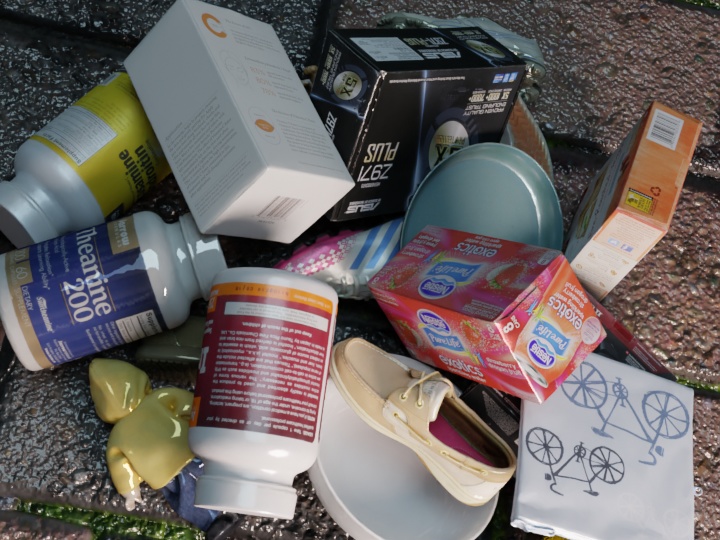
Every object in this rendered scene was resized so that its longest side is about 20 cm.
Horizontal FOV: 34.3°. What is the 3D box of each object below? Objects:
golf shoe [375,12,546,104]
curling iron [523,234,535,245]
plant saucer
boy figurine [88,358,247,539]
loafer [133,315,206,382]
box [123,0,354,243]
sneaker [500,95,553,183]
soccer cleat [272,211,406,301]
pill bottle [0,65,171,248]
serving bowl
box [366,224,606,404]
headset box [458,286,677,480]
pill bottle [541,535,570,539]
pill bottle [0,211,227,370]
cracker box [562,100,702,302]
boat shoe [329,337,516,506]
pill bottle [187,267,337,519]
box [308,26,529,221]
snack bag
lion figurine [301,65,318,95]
[{"bbox_3d":[0.113,-0.252,1.317,0.199,0.078,0.097,19,44,-6],"label":"golf shoe"},{"bbox_3d":[0.094,-0.063,1.243,0.199,0.026,0.050,22,71,-3],"label":"curling iron"},{"bbox_3d":[0.119,-0.030,1.183,0.200,0.027,0.201,-7,104,-29],"label":"plant saucer"},{"bbox_3d":[-0.181,0.161,1.068,0.200,0.064,0.124,41,91,11],"label":"boy figurine"},{"bbox_3d":[-0.113,0.071,1.114,0.199,0.076,0.068,6,65,-7],"label":"loafer"},{"bbox_3d":[-0.113,-0.136,1.079,0.124,0.097,0.200,6,51,-52],"label":"box"},{"bbox_3d":[0.140,-0.149,1.270,0.071,0.080,0.200,-32,98,-46],"label":"sneaker"},{"bbox_3d":[0.000,0.000,1.172,0.200,0.070,0.087,-23,75,-20],"label":"soccer cleat"},{"bbox_3d":[-0.263,-0.103,1.139,0.112,0.112,0.200,42,66,8],"label":"pill bottle"},{"bbox_3d":[0.030,0.179,1.089,0.200,0.066,0.201,17,50,-22],"label":"serving bowl"},{"bbox_3d":[0.109,0.035,1.058,0.095,0.200,0.100,-42,118,-19],"label":"box"},{"bbox_3d":[0.204,0.115,1.138,0.149,0.077,0.200,44,51,3],"label":"headset box"},{"bbox_3d":[0.180,0.307,1.053,0.200,0.113,0.113,-37,78,-23],"label":"pill bottle"},{"bbox_3d":[-0.222,0.011,1.064,0.199,0.111,0.111,-18,71,-6],"label":"pill bottle"},{"bbox_3d":[0.263,-0.061,1.181,0.058,0.200,0.134,24,64,1],"label":"cracker box"},{"bbox_3d":[0.060,0.124,1.055,0.200,0.069,0.074,40,45,-1],"label":"boat shoe"},{"bbox_3d":[-0.086,0.106,0.999,0.113,0.113,0.201,9,76,-8],"label":"pill bottle"},{"bbox_3d":[0.047,-0.148,1.153,0.200,0.164,0.086,-10,43,-39],"label":"box"},{"bbox_3d":[0.224,0.167,1.057,0.188,0.021,0.200,19,54,-14],"label":"snack bag"},{"bbox_3d":[-0.003,-0.152,1.239,0.199,0.072,0.123,-10,79,-21],"label":"lion figurine"}]
